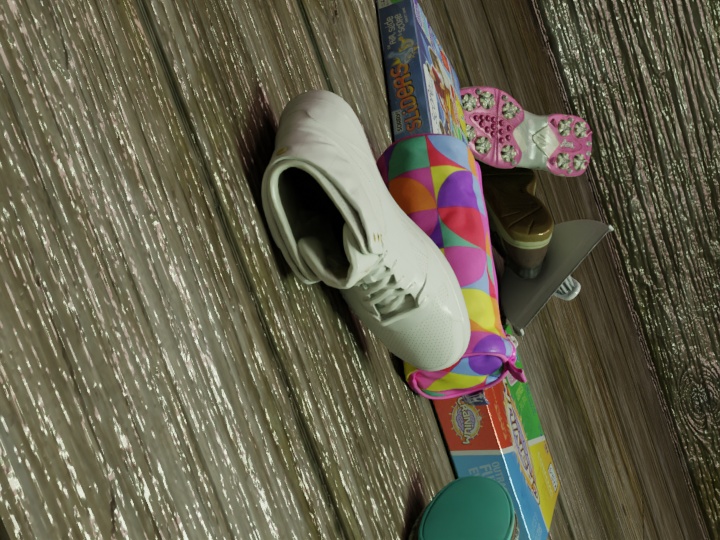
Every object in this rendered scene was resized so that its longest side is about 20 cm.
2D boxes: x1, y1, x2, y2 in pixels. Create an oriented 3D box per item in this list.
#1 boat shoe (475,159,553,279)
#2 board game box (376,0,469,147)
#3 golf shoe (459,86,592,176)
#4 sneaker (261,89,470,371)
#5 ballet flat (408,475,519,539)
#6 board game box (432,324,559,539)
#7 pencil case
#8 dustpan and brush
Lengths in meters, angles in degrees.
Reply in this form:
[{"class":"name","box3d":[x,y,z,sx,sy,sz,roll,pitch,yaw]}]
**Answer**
[{"class":"boat shoe","box3d":[0.147,-0.058,1.547,0.201,0.072,0.065,-97,-169,-63]},{"class":"board game box","box3d":[0.062,-0.136,1.358,0.136,0.034,0.202,55,23,-49]},{"class":"golf shoe","box3d":[0.140,-0.136,1.534,0.199,0.091,0.076,15,86,-36]},{"class":"sneaker","box3d":[0.000,0.000,0.922,0.201,0.073,0.116,57,21,-19]},{"class":"ballet flat","box3d":[0.059,0.199,0.947,0.200,0.071,0.073,-63,135,-69]},{"class":"board game box","box3d":[0.113,0.140,1.232,0.200,0.040,0.155,-42,115,-74]},{"class":"pencil case","box3d":[0.062,-0.002,1.120,0.088,0.088,0.202,48,28,-58]},{"class":"dustpan and brush","box3d":[0.183,0.000,1.562,0.057,0.140,0.200,42,-2,-24]}]
